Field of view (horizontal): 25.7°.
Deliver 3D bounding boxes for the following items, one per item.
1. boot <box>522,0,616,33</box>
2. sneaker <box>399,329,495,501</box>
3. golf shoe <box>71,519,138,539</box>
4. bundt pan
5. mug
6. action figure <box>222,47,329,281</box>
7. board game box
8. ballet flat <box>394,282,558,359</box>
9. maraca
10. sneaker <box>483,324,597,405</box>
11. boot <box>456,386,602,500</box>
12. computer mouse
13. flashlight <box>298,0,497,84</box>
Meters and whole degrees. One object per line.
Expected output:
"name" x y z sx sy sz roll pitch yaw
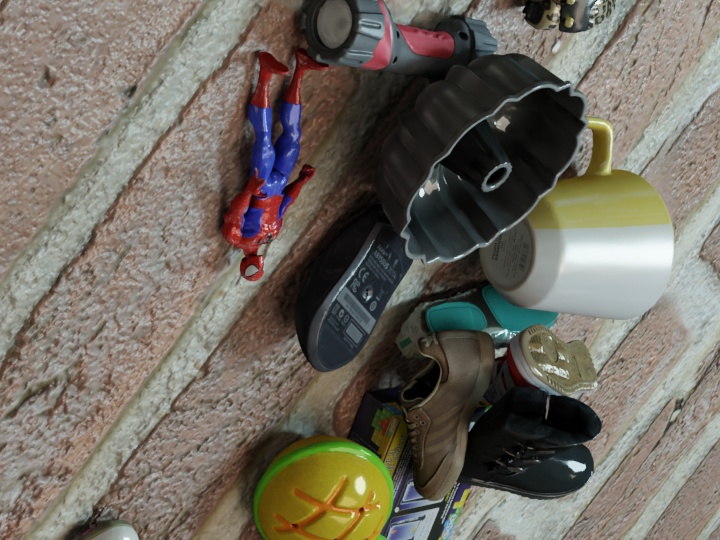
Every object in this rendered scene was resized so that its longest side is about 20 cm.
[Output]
"boot" 0.166 -0.276 1.340 0.200 0.073 0.151 -27 137 -38
"sneaker" 0.067 0.135 1.511 0.075 0.071 0.201 7 122 -14
"golf shoe" -0.243 0.314 1.382 0.072 0.092 0.201 20 104 -51
"bundt pan" 0.093 -0.102 1.331 0.201 0.076 0.202 -31 151 -19
"mug" 0.194 -0.039 1.542 0.153 0.187 0.149 -3 155 -35
"action figure" -0.072 -0.078 1.273 0.065 0.052 0.201 -18 134 -42
"board game box" 0.048 0.213 1.637 0.165 0.057 0.201 -2 121 -43
"ballet flat" 0.111 0.053 1.575 0.199 0.072 0.072 -5 124 -42
"maraca" -0.032 0.238 1.521 0.136 0.107 0.201 -11 130 -2
"sneaker" 0.152 0.105 1.533 0.112 0.072 0.200 -20 164 21
"boot" 0.183 0.165 1.522 0.164 0.066 0.200 2 156 -16
"computer mouse" 0.000 0.000 1.416 0.200 0.053 0.139 -55 143 -17
"flashlight" 0.038 -0.191 1.282 0.068 0.068 0.199 -34 161 36
